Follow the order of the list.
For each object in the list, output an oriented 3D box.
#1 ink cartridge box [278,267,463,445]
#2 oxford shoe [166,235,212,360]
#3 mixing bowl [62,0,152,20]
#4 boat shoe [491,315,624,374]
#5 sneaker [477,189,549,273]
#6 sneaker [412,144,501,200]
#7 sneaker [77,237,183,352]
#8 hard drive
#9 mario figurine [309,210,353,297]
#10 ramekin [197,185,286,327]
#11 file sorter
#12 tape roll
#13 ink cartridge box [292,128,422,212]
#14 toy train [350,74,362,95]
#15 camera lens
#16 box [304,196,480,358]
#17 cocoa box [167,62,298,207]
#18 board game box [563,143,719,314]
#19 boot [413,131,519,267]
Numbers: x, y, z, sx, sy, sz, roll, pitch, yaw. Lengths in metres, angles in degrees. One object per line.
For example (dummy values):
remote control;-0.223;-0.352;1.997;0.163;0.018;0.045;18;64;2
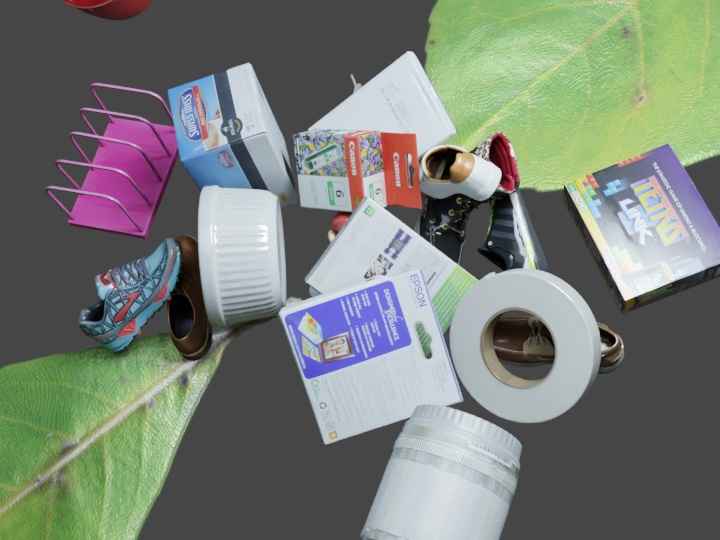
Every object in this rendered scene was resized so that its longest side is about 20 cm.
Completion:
ink cartridge box;0.015;0.113;1.247;0.199;0.043;0.199;-17;103;2
oxford shoe;-0.257;0.027;1.384;0.071;0.071;0.201;-14;62;6
mixing bowl;-0.426;-0.517;1.636;0.199;0.108;0.201;-7;69;18
boat shoe;0.254;0.089;1.257;0.199;0.072;0.076;3;66;12
sneaker;0.202;-0.056;1.334;0.082;0.072;0.201;-19;64;2
sneaker;0.110;-0.144;1.268;0.084;0.200;0.073;27;86;-23
sneaker;-0.333;0.029;1.341;0.200;0.095;0.079;-51;32;12
hard drive;0.028;-0.200;1.340;0.200;0.025;0.132;-32;81;31
mario figurine;0.000;0.000;1.360;0.123;0.106;0.201;11;75;-24
ramekin;-0.163;-0.022;1.323;0.104;0.200;0.201;-3;65;-1
file sorter;-0.387;-0.176;1.470;0.138;0.126;0.201;10;68;14
tape roll;0.212;0.097;1.217;0.202;0.037;0.204;7;102;31
ink cartridge box;-0.007;-0.139;1.305;0.199;0.110;0.050;10;22;44
toy train;0.028;-0.253;1.423;0.116;0.084;0.201;-38;53;44
camera lens;0.100;0.286;1.146;0.159;0.160;0.201;17;70;17
box;0.044;0.015;1.273;0.200;0.036;0.145;37;92;-9
cocoa box;-0.188;-0.183;1.394;0.130;0.200;0.134;-17;63;3
board game box;0.400;-0.060;1.309;0.164;0.057;0.201;-22;64;1
boot;0.151;-0.091;1.320;0.150;0.073;0.201;-29;45;45
